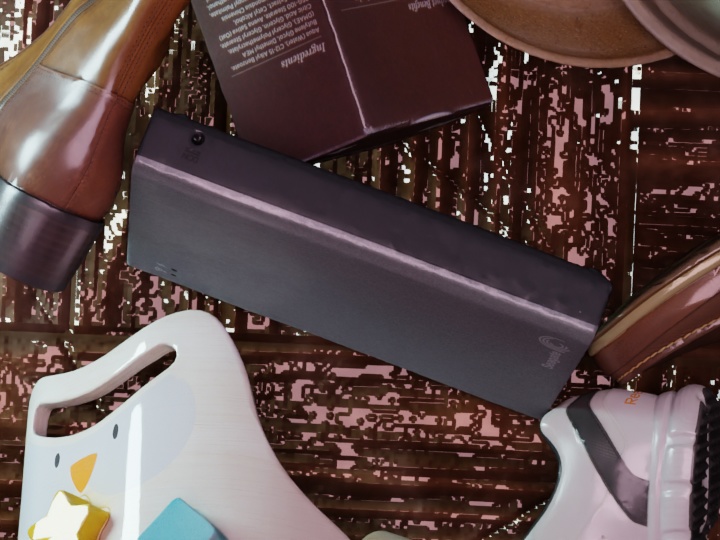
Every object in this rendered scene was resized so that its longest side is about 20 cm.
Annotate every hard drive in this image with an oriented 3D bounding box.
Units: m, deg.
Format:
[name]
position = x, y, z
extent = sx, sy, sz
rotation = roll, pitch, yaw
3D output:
[hard drive]
position = 0.000, 0.000, 1.180
extent = 0.199, 0.140, 0.033
rotation = 20, 72, 1

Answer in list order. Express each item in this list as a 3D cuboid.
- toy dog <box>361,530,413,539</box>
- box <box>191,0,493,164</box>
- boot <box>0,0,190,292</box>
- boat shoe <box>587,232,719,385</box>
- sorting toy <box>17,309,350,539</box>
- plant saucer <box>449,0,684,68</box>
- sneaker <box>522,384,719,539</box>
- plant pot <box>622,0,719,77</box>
[toy dog]
position = 0.013, 0.212, 1.188
extent = 0.132, 0.096, 0.201
rotation = -8, 84, 34
[box]
position = -0.025, -0.148, 1.194
extent = 0.075, 0.100, 0.201
rotation = -22, 87, 37
[boot]
position = -0.112, -0.114, 1.148
extent = 0.068, 0.188, 0.200
rotation = 24, 103, -17
[boat shoe]
position = 0.194, 0.001, 1.211
extent = 0.200, 0.072, 0.068
rotation = -29, 87, -2
[sorting toy]
position = -0.098, 0.116, 1.175
extent = 0.200, 0.107, 0.181
rotation = -27, 57, 37
[plant saucer]
position = 0.099, -0.188, 1.214
extent = 0.199, 0.035, 0.201
rotation = 0, 92, -16
[sneaker]
position = 0.111, 0.147, 1.218
extent = 0.080, 0.074, 0.201
rotation = 4, 90, 18
[plant pot]
position = 0.189, -0.159, 1.097
extent = 0.200, 0.184, 0.201
rotation = 0, 100, 2
